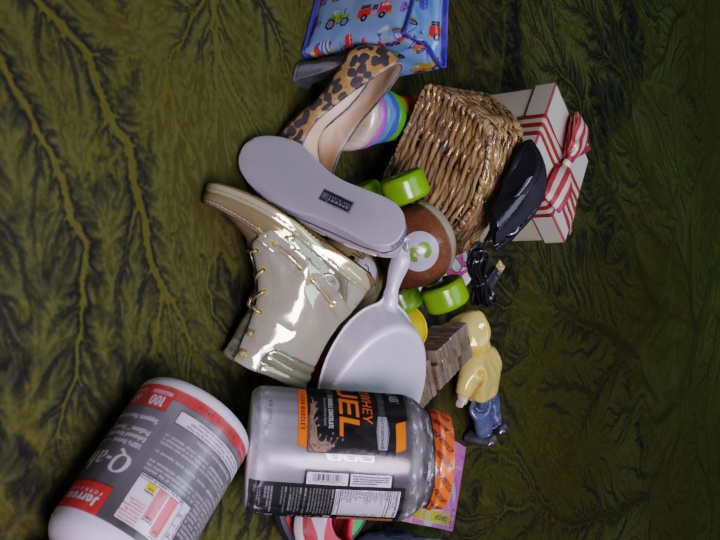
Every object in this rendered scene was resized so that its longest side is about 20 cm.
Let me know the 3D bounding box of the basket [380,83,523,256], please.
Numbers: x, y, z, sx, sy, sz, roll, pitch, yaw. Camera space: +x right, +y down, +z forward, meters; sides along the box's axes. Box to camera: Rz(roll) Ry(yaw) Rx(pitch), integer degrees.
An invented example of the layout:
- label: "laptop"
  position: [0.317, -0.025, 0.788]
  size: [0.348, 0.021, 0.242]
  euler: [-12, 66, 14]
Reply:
- label: "basket"
  position: [0.128, -0.118, 1.081]
  size: [0.148, 0.142, 0.202]
  euler: [-7, 128, -53]

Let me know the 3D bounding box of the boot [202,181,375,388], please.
- label: "boot"
  position: [-0.103, 0.018, 0.866]
  size: [0.199, 0.072, 0.156]
  euler: [33, 88, -14]

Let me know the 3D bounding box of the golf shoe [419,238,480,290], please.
- label: "golf shoe"
  position: [0.121, 0.001, 1.189]
  size: [0.199, 0.072, 0.093]
  euler: [-27, 113, -51]

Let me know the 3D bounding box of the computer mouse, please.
- label: "computer mouse"
  position: [0.183, -0.048, 1.018]
  size: [0.201, 0.046, 0.141]
  euler: [-61, 158, -26]

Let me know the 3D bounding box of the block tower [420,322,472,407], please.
- label: "block tower"
  position: [0.082, 0.137, 1.146]
  size: [0.199, 0.053, 0.059]
  euler: [-33, 115, -49]

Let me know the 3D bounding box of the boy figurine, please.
- label: "boy figurine"
  position: [0.172, 0.160, 1.264]
  size: [0.124, 0.064, 0.203]
  euler: [-32, 114, -49]

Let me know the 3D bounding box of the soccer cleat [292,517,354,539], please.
- label: "soccer cleat"
  position: [-0.020, 0.204, 0.925]
  size: [0.068, 0.073, 0.203]
  euler: [27, 66, -42]

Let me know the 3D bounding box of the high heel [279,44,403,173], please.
- label: "high heel"
  position: [-0.020, -0.147, 0.935]
  size: [0.071, 0.141, 0.203]
  euler: [11, 80, -53]

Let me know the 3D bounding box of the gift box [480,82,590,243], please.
- label: "gift box"
  position: [0.241, -0.150, 1.263]
  size: [0.200, 0.185, 0.186]
  euler: [46, 54, -42]

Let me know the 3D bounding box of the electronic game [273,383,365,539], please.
- label: "electronic game"
  position: [-0.036, 0.231, 0.990]
  size: [0.199, 0.041, 0.203]
  euler: [2, 88, -55]

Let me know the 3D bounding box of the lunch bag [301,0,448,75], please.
- label: "lunch bag"
  position: [0.029, -0.337, 0.999]
  size: [0.094, 0.149, 0.203]
  euler: [24, 70, -51]

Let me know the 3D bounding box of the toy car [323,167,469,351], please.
- label: "toy car"
  position: [0.000, 0.000, 0.971]
  size: [0.199, 0.157, 0.166]
  euler: [-30, 104, -37]

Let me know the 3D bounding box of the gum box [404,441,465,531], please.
- label: "gum box"
  position: [0.077, 0.268, 1.097]
  size: [0.200, 0.065, 0.115]
  euler: [41, 57, -61]

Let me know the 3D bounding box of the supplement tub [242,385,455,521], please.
- label: "supplement tub"
  position: [-0.014, 0.180, 0.835]
  size: [0.122, 0.197, 0.125]
  euler: [-175, -90, -81]

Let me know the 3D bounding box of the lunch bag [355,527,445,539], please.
- label: "lunch bag"
  position: [0.034, 0.369, 0.986]
  size: [0.199, 0.159, 0.084]
  euler: [-4, 93, -53]

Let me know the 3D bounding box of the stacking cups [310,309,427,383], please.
- label: "stacking cups"
  position: [0.006, 0.088, 1.040]
  size: [0.199, 0.060, 0.061]
  euler: [-13, 100, -52]

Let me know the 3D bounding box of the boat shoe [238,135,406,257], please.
- label: "boat shoe"
  position: [-0.039, -0.074, 0.897]
  size: [0.073, 0.198, 0.066]
  euler: [-62, 168, -17]

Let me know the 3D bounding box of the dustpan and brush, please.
- label: "dustpan and brush"
  position: [0.028, 0.064, 0.924]
  size: [0.138, 0.057, 0.202]
  euler: [10, 108, -37]

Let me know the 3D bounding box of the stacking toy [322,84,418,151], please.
- label: "stacking toy"
  position: [0.028, -0.193, 1.070]
  size: [0.199, 0.084, 0.087]
  euler: [-13, 100, -61]

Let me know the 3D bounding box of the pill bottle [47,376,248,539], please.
- label: "pill bottle"
  position: [-0.188, 0.201, 0.716]
  size: [0.117, 0.115, 0.201]
  euler: [59, 45, -34]
